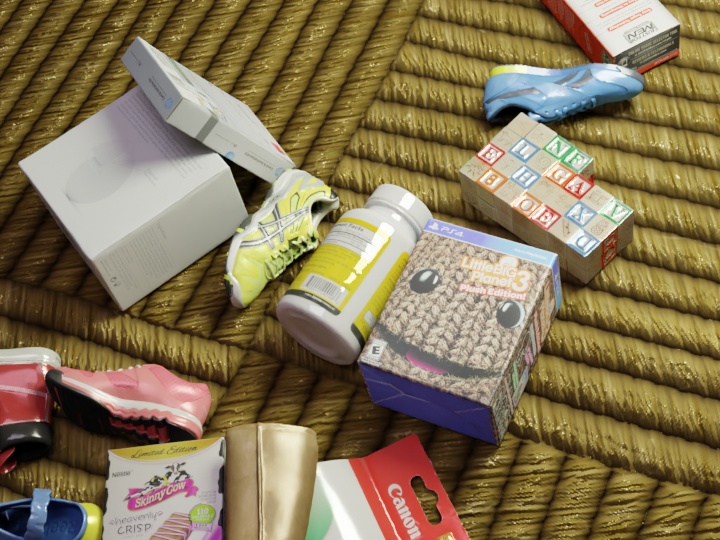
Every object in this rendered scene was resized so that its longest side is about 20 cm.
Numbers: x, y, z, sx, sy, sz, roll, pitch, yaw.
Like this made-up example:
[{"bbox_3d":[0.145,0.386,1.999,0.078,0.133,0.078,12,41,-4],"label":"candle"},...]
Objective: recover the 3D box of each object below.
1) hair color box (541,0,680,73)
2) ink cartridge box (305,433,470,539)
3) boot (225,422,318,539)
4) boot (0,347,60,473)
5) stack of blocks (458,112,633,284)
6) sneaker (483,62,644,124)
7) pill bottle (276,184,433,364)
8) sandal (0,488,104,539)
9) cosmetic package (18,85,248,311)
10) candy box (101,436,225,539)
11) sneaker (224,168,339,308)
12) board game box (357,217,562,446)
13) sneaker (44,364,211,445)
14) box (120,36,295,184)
[{"bbox_3d":[0.318,-0.340,1.703,0.101,0.061,0.201,-26,54,-6],"label":"hair color box"},{"bbox_3d":[-0.003,0.266,1.375,0.199,0.050,0.161,-26,55,-3],"label":"ink cartridge box"},{"bbox_3d":[-0.132,0.254,1.335,0.174,0.066,0.201,8,56,-12],"label":"boot"},{"bbox_3d":[-0.452,0.168,1.524,0.198,0.073,0.145,-5,57,5],"label":"boot"},{"bbox_3d":[0.228,-0.088,1.554,0.115,0.059,0.200,-42,58,-16],"label":"stack of blocks"},{"bbox_3d":[0.252,-0.212,1.635,0.199,0.066,0.079,1,68,13],"label":"sneaker"},{"bbox_3d":[0.000,0.000,1.512,0.111,0.112,0.200,25,65,25],"label":"pill bottle"},{"bbox_3d":[-0.377,0.275,1.414,0.199,0.087,0.080,-16,55,20],"label":"sandal"},{"bbox_3d":[-0.278,-0.096,1.629,0.199,0.123,0.199,-35,57,-11],"label":"cosmetic package"},{"bbox_3d":[-0.204,0.285,1.396,0.135,0.061,0.201,-8,55,6],"label":"candy box"},{"bbox_3d":[-0.097,-0.039,1.582,0.076,0.076,0.201,18,63,23],"label":"sneaker"},{"bbox_3d":[0.114,0.065,1.453,0.158,0.097,0.201,16,62,21],"label":"board game box"},{"bbox_3d":[-0.263,0.143,1.507,0.199,0.074,0.087,16,49,11],"label":"sneaker"},{"bbox_3d":[-0.187,-0.195,1.620,0.041,0.200,0.156,-50,47,12],"label":"box"}]
